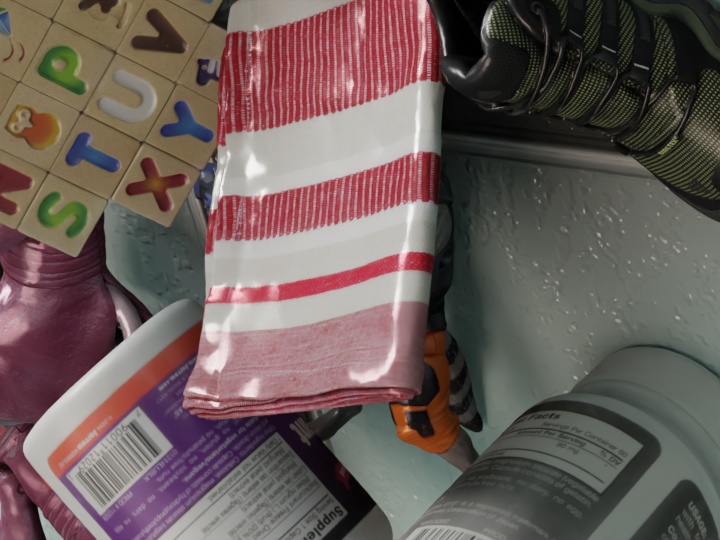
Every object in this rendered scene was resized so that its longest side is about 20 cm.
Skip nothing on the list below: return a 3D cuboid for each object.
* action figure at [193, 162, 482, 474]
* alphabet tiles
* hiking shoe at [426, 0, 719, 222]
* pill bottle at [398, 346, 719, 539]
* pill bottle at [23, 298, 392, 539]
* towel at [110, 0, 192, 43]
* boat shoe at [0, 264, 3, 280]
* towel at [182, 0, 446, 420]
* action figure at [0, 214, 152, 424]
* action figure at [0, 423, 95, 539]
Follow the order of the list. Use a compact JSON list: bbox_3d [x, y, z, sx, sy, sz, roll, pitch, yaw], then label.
[{"bbox_3d":[0.000,0.000,1.019,0.200,0.104,0.195,41,142,53],"label":"action figure"},{"bbox_3d":[-0.150,-0.101,0.995,0.199,0.006,0.167,26,107,-23],"label":"alphabet tiles"},{"bbox_3d":[0.079,-0.079,0.841,0.200,0.101,0.076,44,142,7],"label":"hiking shoe"},{"bbox_3d":[0.086,0.124,0.923,0.113,0.200,0.114,25,135,28],"label":"pill bottle"},{"bbox_3d":[-0.055,0.121,1.019,0.200,0.111,0.111,49,142,2],"label":"pill bottle"},{"bbox_3d":[-0.180,-0.154,1.058,0.199,0.037,0.148,-5,136,49],"label":"towel"},{"bbox_3d":[-0.231,-0.008,1.232,0.200,0.074,0.067,49,147,17],"label":"boat shoe"},{"bbox_3d":[-0.018,-0.039,0.928,0.143,0.023,0.202,-11,69,48],"label":"towel"},{"bbox_3d":[-0.155,-0.007,1.087,0.148,0.134,0.201,15,127,18],"label":"action figure"},{"bbox_3d":[-0.146,0.130,1.168,0.199,0.134,0.149,36,177,16],"label":"action figure"}]
